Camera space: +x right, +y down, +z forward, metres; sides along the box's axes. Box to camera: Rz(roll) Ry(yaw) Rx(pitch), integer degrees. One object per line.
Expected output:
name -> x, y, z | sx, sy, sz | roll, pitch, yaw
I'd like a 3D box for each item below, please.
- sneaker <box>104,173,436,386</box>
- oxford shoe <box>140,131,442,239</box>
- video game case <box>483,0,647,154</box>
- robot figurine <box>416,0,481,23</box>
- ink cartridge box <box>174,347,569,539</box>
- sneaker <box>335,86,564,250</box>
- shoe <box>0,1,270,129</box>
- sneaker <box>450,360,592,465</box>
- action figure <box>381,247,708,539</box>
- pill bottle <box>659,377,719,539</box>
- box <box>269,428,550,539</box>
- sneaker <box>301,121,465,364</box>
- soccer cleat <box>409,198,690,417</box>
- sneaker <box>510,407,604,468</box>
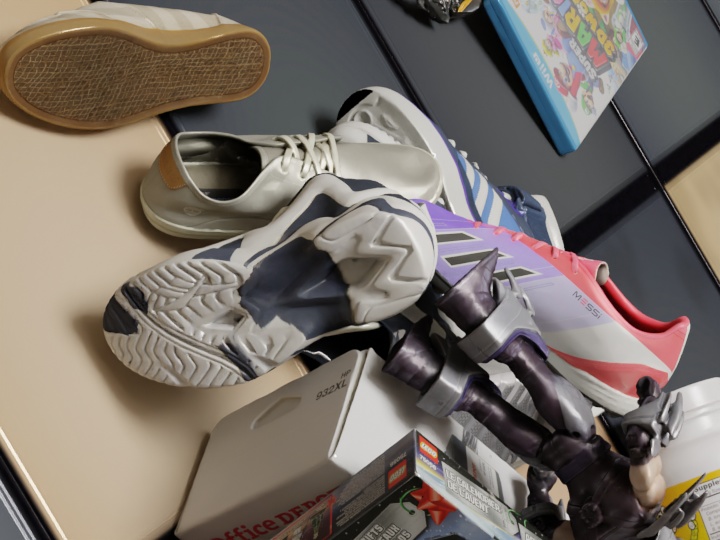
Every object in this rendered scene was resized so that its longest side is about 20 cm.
sneaker -> -0.044, 0.000, 1.032 | 0.080, 0.198, 0.130 | 63, 17, -8
oxford shoe -> -0.037, -0.057, 1.100 | 0.198, 0.058, 0.076 | -3, 52, -21
video game case -> 0.176, -0.205, 1.481 | 0.144, 0.018, 0.200 | 60, 38, -18
robot figurine -> 0.031, -0.273, 1.355 | 0.199, 0.058, 0.146 | 15, 60, -41
ink cartridge box -> 0.016, 0.154, 1.021 | 0.200, 0.145, 0.084 | 41, 44, -22
sneaker -> 0.072, -0.048, 1.264 | 0.201, 0.080, 0.146 | 56, 28, 5
shoe -> -0.146, -0.129, 1.097 | 0.199, 0.070, 0.053 | -7, 30, -44
sneaker -> 0.077, 0.076, 1.108 | 0.082, 0.075, 0.199 | 33, 21, 27
action figure -> 0.110, 0.089, 0.951 | 0.200, 0.130, 0.069 | 47, 33, 3
pill bottle -> 0.268, 0.186, 1.300 | 0.104, 0.104, 0.201 | -6, 72, -48
box -> 0.005, 0.188, 0.948 | 0.137, 0.200, 0.040 | 40, 26, -23
sneaker -> 0.000, 0.000, 1.145 | 0.129, 0.079, 0.201 | -13, 87, -58
soccer cleat -> 0.108, 0.006, 1.080 | 0.199, 0.073, 0.068 | 37, 23, 8
sneaker -> 0.102, 0.091, 1.214 | 0.082, 0.074, 0.200 | 59, 30, 5
